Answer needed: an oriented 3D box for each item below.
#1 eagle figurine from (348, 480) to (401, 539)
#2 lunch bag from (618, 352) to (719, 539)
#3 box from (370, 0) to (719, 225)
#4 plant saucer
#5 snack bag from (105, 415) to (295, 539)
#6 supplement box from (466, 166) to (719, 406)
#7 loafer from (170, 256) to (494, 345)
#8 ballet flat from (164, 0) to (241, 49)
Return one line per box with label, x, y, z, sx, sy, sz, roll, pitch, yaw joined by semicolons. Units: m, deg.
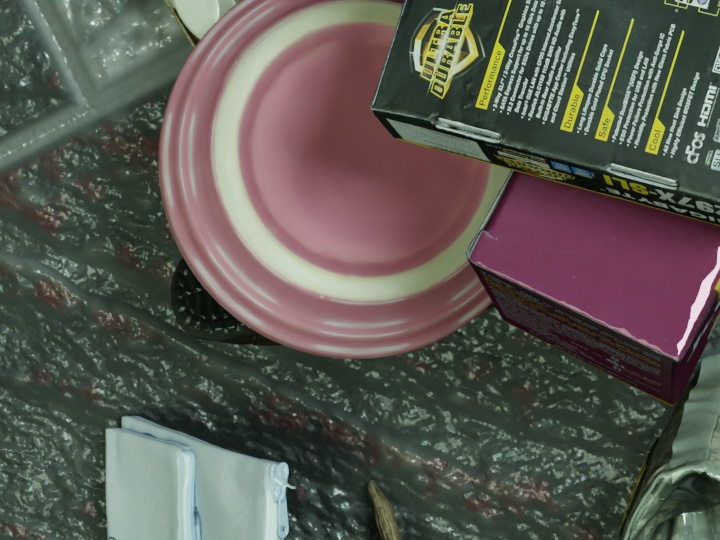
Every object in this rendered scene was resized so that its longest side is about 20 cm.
eagle figurine;-0.027;0.247;1.110;0.151;0.152;0.200;40;115;-18
lunch bag;0.186;0.154;0.963;0.117;0.164;0.200;-13;102;22
box;0.111;-0.132;0.778;0.159;0.049;0.200;16;84;20
plant saucer;-0.001;-0.057;0.972;0.200;0.051;0.201;1;84;-7
snack bag;-0.096;0.187;1.092;0.200;0.021;0.189;8;98;57
supplement box;0.128;-0.025;0.887;0.103;0.200;0.131;27;87;12
loafer;0.000;0.000;1.050;0.200;0.071;0.073;-6;77;12
ballet flat;-0.058;-0.108;1.030;0.070;0.065;0.200;-30;95;27
